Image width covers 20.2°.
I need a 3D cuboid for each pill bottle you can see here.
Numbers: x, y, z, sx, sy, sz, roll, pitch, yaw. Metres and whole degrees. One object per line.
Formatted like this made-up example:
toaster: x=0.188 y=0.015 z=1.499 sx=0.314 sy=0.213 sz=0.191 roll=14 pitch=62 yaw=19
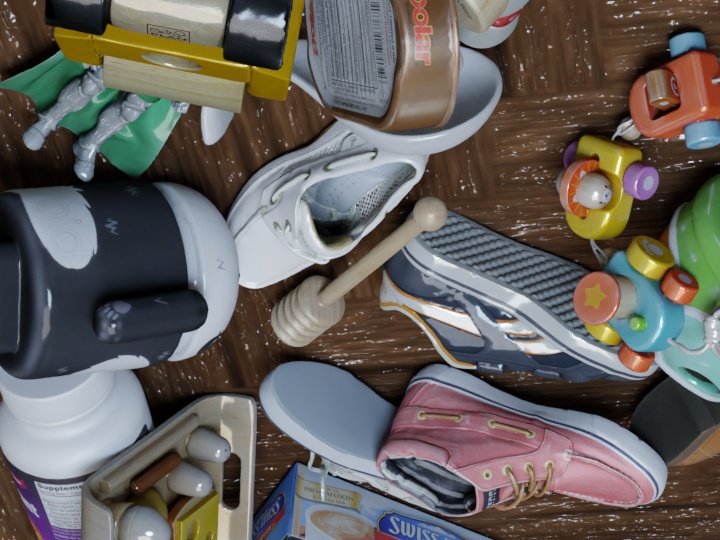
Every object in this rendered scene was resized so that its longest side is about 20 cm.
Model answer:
pill bottle: x=-0.203 y=0.131 z=1.484 sx=0.110 sy=0.112 sz=0.201 roll=-3 pitch=134 yaw=9

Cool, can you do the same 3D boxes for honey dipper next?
honey dipper: x=0.000 y=0.000 z=1.351 sx=0.038 sy=0.038 sz=0.200 roll=26 pitch=147 yaw=-19

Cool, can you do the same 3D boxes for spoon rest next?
spoon rest: x=-0.009 y=-0.110 z=1.249 sx=0.198 sy=0.100 sz=0.061 roll=1 pitch=131 yaw=22

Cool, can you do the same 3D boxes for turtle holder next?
turtle holder: x=0.268 y=0.023 z=1.314 sx=0.184 sy=0.142 sz=0.132 roll=17 pitch=134 yaw=-29

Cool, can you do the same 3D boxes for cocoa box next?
cocoa box: x=0.003 y=0.266 z=1.581 sx=0.198 sy=0.132 sz=0.134 roll=23 pitch=132 yaw=-16

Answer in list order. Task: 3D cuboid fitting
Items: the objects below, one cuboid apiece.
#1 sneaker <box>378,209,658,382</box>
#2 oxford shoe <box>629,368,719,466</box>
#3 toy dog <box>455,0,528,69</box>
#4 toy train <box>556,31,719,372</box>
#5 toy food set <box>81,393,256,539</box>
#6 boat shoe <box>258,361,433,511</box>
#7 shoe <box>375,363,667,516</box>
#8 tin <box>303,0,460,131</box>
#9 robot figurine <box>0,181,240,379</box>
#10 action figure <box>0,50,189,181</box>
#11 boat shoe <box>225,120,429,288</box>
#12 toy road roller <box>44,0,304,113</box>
sneaker: x=0.106 y=0.031 z=1.379 sx=0.199 sy=0.079 sz=0.080 roll=27 pitch=127 yaw=-5
oxford shoe: x=0.280 y=0.074 z=1.423 sx=0.071 sy=0.072 sz=0.200 roll=9 pitch=143 yaw=-42
toy dog: x=0.057 y=-0.180 z=1.135 sx=0.096 sy=0.132 sz=0.200 roll=47 pitch=153 yaw=2
toy train: x=0.176 y=-0.038 z=1.243 sx=0.055 sy=0.202 sz=0.150 roll=2 pitch=169 yaw=-39
toy food set: x=-0.134 y=0.192 z=1.458 sx=0.060 sy=0.200 sz=0.145 roll=14 pitch=115 yaw=25
boat shoe: x=-0.002 y=0.133 z=1.501 sx=0.201 sy=0.075 sz=0.086 roll=22 pitch=137 yaw=-28
shoe: x=0.112 y=0.142 z=1.436 sx=0.198 sy=0.091 sz=0.072 roll=21 pitch=140 yaw=12
tin: x=0.006 y=-0.136 z=1.106 sx=0.041 sy=0.200 sz=0.113 roll=-5 pitch=100 yaw=-15
robot figurine: x=-0.176 y=0.007 z=1.319 sx=0.198 sy=0.151 sz=0.125 roll=-6 pitch=148 yaw=-32
action figure: x=-0.132 y=-0.132 z=1.259 sx=0.118 sy=0.055 sz=0.200 roll=29 pitch=131 yaw=-28
boat shoe: x=-0.028 y=-0.039 z=1.328 sx=0.070 sy=0.070 sz=0.200 roll=30 pitch=131 yaw=-24
toy road roller: x=-0.083 y=-0.171 z=1.028 sx=0.122 sy=0.148 sz=0.200 roll=11 pitch=173 yaw=-3
